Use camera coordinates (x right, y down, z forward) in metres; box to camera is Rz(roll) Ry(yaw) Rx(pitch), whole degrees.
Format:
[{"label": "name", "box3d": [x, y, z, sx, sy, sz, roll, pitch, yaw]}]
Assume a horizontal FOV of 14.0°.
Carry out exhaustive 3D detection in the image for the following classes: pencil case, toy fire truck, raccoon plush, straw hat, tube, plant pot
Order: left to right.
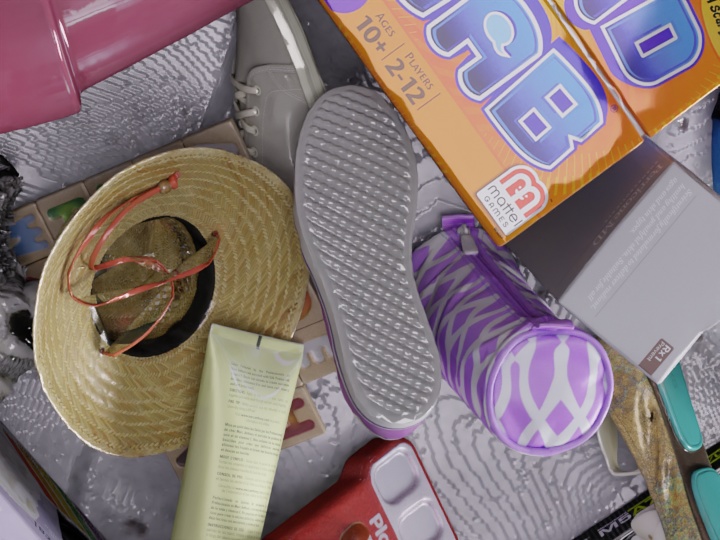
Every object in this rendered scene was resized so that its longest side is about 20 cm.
[{"label": "raccoon plush", "box3d": [-0.267, -0.001, 1.724, 0.199, 0.097, 0.135, 12, 121, 22]}, {"label": "plant pot", "box3d": [-0.142, -0.192, 1.580, 0.178, 0.200, 0.201, -17, 105, -4]}, {"label": "straw hat", "box3d": [-0.130, 0.001, 1.686, 0.200, 0.085, 0.202, -22, 127, -33]}, {"label": "tube", "box3d": [-0.079, 0.135, 1.703, 0.052, 0.058, 0.201, 12, 89, 3]}, {"label": "toy fire truck", "box3d": [0.014, 0.221, 1.768, 0.168, 0.112, 0.201, -35, 104, -37]}, {"label": "pencil case", "box3d": [0.083, 0.036, 1.702, 0.084, 0.200, 0.086, 3, 109, -19]}]

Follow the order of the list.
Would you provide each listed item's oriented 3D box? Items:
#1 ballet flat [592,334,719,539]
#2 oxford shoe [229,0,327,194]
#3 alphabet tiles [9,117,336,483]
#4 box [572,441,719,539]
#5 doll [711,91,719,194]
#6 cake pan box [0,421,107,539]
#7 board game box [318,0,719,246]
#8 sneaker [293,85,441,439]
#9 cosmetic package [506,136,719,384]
[{"label": "ballet flat", "box3d": [0.185, 0.125, 1.774, 0.070, 0.071, 0.201, -21, 78, -2]}, {"label": "oxford shoe", "box3d": [-0.049, -0.098, 1.716, 0.058, 0.075, 0.201, -20, 110, -5]}, {"label": "alphabet tiles", "box3d": [-0.106, 0.028, 1.746, 0.167, 0.008, 0.201, -22, 105, 16]}, {"label": "box", "box3d": [0.240, 0.217, 1.840, 0.193, 0.048, 0.200, -35, 104, -1]}, {"label": "doll", "box3d": [0.268, -0.077, 1.772, 0.200, 0.048, 0.137, 39, 95, -14]}, {"label": "cake pan box", "box3d": [-0.202, 0.148, 1.696, 0.052, 0.184, 0.200, -39, 104, 3]}, {"label": "board game box", "box3d": [0.085, -0.169, 1.649, 0.200, 0.200, 0.200, -37, 105, 3]}, {"label": "sneaker", "box3d": [-0.001, 0.000, 1.694, 0.072, 0.114, 0.202, -6, 80, -3]}, {"label": "cosmetic package", "box3d": [0.151, -0.022, 1.691, 0.090, 0.200, 0.107, 38, 94, -14]}]
